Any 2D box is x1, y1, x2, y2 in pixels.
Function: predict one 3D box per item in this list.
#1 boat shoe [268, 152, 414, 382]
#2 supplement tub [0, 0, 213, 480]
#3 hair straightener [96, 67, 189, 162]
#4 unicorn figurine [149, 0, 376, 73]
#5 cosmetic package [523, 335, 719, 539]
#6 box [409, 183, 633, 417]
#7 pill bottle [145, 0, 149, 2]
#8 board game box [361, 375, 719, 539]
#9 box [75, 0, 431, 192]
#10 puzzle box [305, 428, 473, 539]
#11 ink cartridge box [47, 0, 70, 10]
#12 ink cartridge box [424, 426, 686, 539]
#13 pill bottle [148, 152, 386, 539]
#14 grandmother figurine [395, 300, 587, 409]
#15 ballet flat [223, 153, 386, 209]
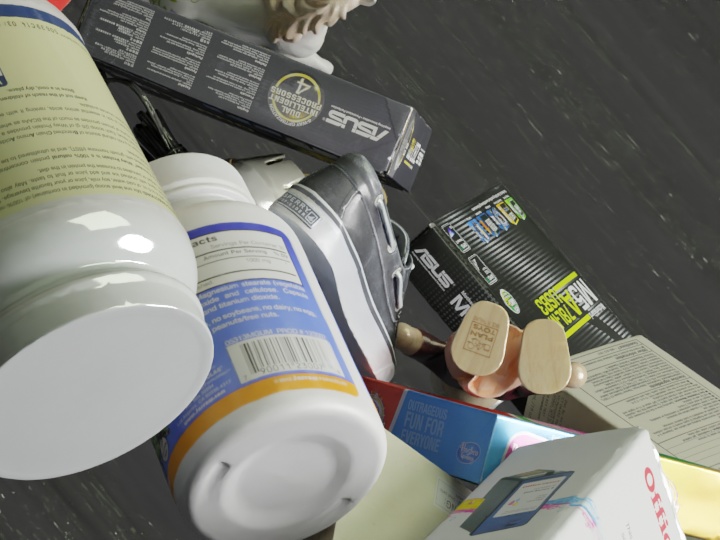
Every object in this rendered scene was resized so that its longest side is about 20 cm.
[{"bbox_3d":[0.000,0.000,1.573,0.072,0.068,0.200,40,-17,31],"label":"boat shoe"},{"bbox_3d":[-0.163,-0.018,1.261,0.145,0.145,0.200,21,32,-52],"label":"supplement tub"},{"bbox_3d":[-0.093,-0.045,1.558,0.041,0.077,0.200,-22,70,-45],"label":"hair straightener"},{"bbox_3d":[-0.057,-0.160,1.645,0.137,0.200,0.074,30,64,-80],"label":"unicorn figurine"},{"bbox_3d":[0.204,0.127,1.713,0.105,0.071,0.200,-14,37,-37],"label":"cosmetic package"},{"bbox_3d":[0.124,0.037,1.913,0.193,0.048,0.200,48,20,5],"label":"box"},{"bbox_3d":[-0.113,-0.226,1.818,0.110,0.110,0.200,53,19,13],"label":"pill bottle"},{"bbox_3d":[0.111,0.110,1.563,0.200,0.040,0.153,16,-2,-32],"label":"board game box"},{"bbox_3d":[-0.060,-0.106,1.610,0.200,0.049,0.161,22,-2,5],"label":"box"},{"bbox_3d":[0.049,0.179,1.446,0.200,0.025,0.133,38,43,-28],"label":"puzzle box"},{"bbox_3d":[-0.214,-0.124,1.307,0.200,0.176,0.045,18,34,-54],"label":"ink cartridge box"},{"bbox_3d":[0.097,0.185,1.371,0.200,0.087,0.146,-38,113,-55],"label":"ink cartridge box"},{"bbox_3d":[-0.069,0.036,1.407,0.112,0.112,0.200,28,27,-44],"label":"pill bottle"},{"bbox_3d":[0.074,0.058,1.654,0.121,0.061,0.200,25,-9,1],"label":"grandmother figurine"},{"bbox_3d":[-0.048,-0.046,1.681,0.069,0.063,0.200,54,20,19],"label":"ballet flat"}]
